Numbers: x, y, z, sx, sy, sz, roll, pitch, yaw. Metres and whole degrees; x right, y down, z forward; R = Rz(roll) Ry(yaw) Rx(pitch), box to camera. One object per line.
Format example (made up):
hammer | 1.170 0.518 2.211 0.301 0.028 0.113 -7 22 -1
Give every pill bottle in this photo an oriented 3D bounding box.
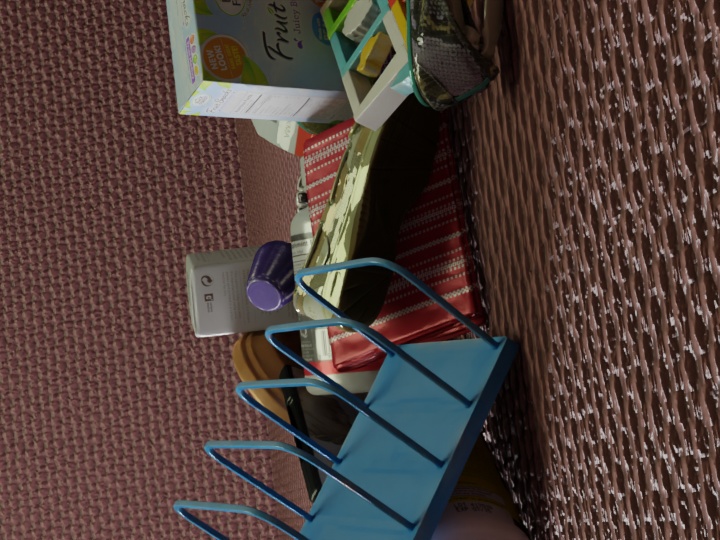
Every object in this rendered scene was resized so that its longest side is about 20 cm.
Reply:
pill bottle | 0.000 0.000 1.332 0.111 0.111 0.200 162 103 -81
pill bottle | 0.053 0.171 1.139 0.200 0.109 0.109 -111 18 -61

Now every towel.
towel | 0.023 -0.032 1.224 0.145 0.022 0.200 -22 66 34

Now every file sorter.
file sorter | -0.015 0.107 1.065 0.139 0.123 0.200 -10 49 57

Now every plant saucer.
plant saucer | -0.027 0.114 1.484 0.037 0.200 0.200 -54 23 15

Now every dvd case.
dvd case | 0.010 0.152 1.333 0.018 0.143 0.200 -64 20 20

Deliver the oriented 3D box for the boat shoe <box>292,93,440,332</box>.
boat shoe | 0.002 -0.056 1.185 0.063 0.073 0.201 18 95 39

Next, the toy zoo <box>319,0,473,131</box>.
toy zoo | 0.028 -0.189 1.154 0.131 0.020 0.200 -53 30 25

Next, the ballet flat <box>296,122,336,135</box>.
ballet flat | -0.052 -0.215 1.370 0.071 0.071 0.200 107 145 -69

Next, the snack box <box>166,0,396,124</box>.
snack box | -0.054 -0.208 1.289 0.068 0.200 0.169 138 127 -59

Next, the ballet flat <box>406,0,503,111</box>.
ballet flat | 0.056 -0.204 1.038 0.072 0.072 0.200 112 149 -72

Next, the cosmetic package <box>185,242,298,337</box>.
cosmetic package | -0.064 0.012 1.514 0.102 0.200 0.074 -136 42 -78

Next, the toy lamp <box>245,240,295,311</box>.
toy lamp | -0.049 -0.031 1.437 0.200 0.058 0.058 -58 -26 -52

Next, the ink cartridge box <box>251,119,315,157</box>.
ink cartridge box | -0.061 -0.188 1.469 0.200 0.057 0.163 -110 27 -60

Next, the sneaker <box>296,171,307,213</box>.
sneaker | -0.026 -0.119 1.667 0.116 0.076 0.200 162 113 -87
